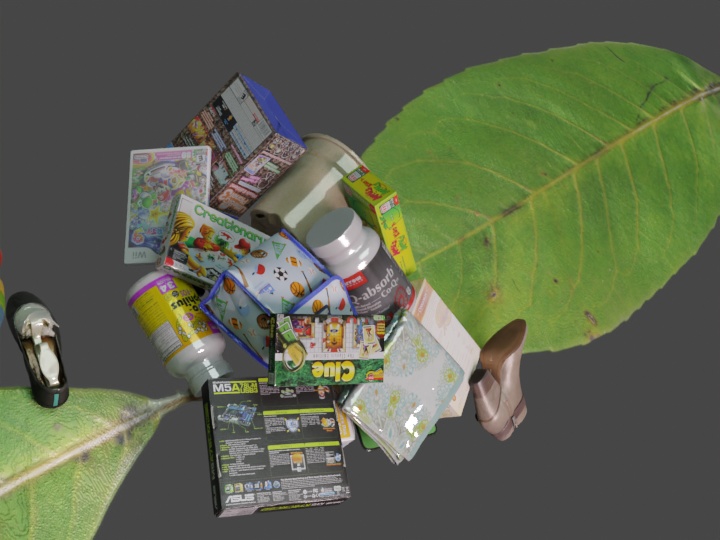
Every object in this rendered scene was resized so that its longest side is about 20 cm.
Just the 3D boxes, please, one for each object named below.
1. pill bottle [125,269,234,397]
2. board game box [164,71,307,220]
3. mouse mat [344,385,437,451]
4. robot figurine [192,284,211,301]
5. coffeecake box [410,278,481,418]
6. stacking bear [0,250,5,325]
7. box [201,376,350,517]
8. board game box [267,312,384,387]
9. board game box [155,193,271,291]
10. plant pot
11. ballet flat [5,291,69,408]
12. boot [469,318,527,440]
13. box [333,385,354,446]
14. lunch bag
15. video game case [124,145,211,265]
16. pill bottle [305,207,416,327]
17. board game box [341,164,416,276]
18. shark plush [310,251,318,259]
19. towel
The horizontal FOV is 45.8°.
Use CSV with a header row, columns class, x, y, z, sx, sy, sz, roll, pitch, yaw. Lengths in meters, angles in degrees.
class,x,y,z,sx,sy,sz,roll,pitch,yaw
pill bottle,-0.284,0.099,1.364,0.104,0.104,0.200,-26,76,-36
board game box,-0.220,-0.212,1.494,0.097,0.200,0.160,19,34,-57
mouse mat,0.042,0.214,1.525,0.160,0.008,0.201,-7,64,-30
robot figurine,-0.229,0.019,1.469,0.200,0.058,0.145,49,52,5
coffeecake box,0.119,0.140,1.511,0.200,0.073,0.154,50,45,-28
stacking bear,-0.580,0.033,1.254,0.113,0.122,0.201,9,51,-20
box,-0.125,0.252,1.251,0.199,0.048,0.194,1,60,-26
board game box,-0.046,0.116,1.254,0.199,0.023,0.105,3,89,-38
board game box,-0.229,-0.027,1.397,0.199,0.035,0.127,26,59,-34
plant pot,-0.095,-0.114,1.552,0.200,0.200,0.184,42,63,1
ballet flat,-0.478,0.108,1.281,0.068,0.068,0.201,-15,70,-33
boot,0.273,0.208,1.581,0.200,0.070,0.147,-46,121,-27
box,-0.126,0.247,1.351,0.199,0.113,0.102,-3,65,-27
lunch bag,-0.113,0.058,1.318,0.200,0.124,0.170,45,41,4
video game case,-0.325,-0.110,1.440,0.142,0.018,0.201,-2,78,9
pill bottle,0.000,0.000,1.412,0.200,0.115,0.116,54,45,-31
board game box,0.035,-0.079,1.495,0.048,0.200,0.102,-35,49,-15
shark plush,-0.043,-0.001,1.479,0.199,0.091,0.084,-6,94,-37
towel,0.069,0.190,1.377,0.171,0.048,0.200,48,67,-29
